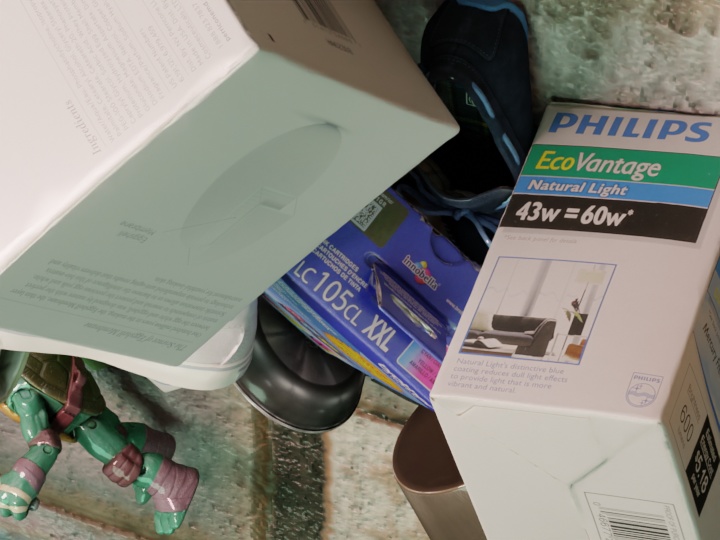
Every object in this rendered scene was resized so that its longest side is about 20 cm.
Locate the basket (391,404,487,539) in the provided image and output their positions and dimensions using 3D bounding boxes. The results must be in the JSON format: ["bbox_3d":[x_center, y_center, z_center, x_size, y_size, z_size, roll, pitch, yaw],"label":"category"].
[{"bbox_3d":[0.117,0.155,1.734,0.180,0.136,0.200,-24,121,27],"label":"basket"}]

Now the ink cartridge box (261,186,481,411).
[{"bbox_3d":[0.000,0.000,1.568,0.136,0.076,0.200,42,171,-24],"label":"ink cartridge box"}]

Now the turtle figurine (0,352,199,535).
[{"bbox_3d":[-0.203,0.096,1.857,0.200,0.150,0.101,27,115,-23],"label":"turtle figurine"}]

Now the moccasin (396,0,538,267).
[{"bbox_3d":[0.052,-0.061,1.530,0.080,0.068,0.200,11,144,21],"label":"moccasin"}]

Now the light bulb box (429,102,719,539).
[{"bbox_3d":[0.143,0.053,1.509,0.125,0.200,0.198,6,142,24],"label":"light bulb box"}]

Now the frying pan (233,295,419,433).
[{"bbox_3d":[-0.011,0.060,1.703,0.190,0.115,0.031,38,132,-19],"label":"frying pan"}]

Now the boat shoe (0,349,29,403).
[{"bbox_3d":[-0.198,-0.014,1.703,0.062,0.072,0.200,31,118,16],"label":"boat shoe"}]

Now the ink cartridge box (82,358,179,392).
[{"bbox_3d":[-0.160,0.017,1.800,0.200,0.048,0.146,-20,127,44],"label":"ink cartridge box"}]

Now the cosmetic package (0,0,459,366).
[{"bbox_3d":[-0.098,-0.068,1.405,0.200,0.123,0.199,-40,155,17],"label":"cosmetic package"}]

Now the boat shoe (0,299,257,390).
[{"bbox_3d":[-0.153,0.010,1.607,0.200,0.072,0.069,18,125,2],"label":"boat shoe"}]
